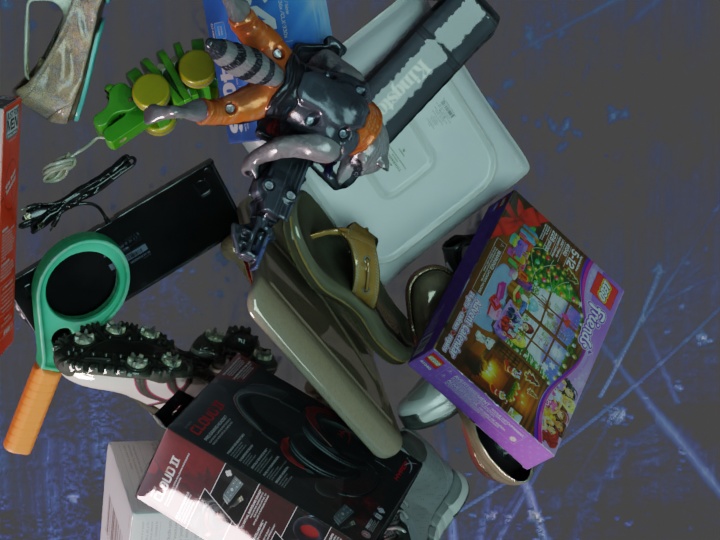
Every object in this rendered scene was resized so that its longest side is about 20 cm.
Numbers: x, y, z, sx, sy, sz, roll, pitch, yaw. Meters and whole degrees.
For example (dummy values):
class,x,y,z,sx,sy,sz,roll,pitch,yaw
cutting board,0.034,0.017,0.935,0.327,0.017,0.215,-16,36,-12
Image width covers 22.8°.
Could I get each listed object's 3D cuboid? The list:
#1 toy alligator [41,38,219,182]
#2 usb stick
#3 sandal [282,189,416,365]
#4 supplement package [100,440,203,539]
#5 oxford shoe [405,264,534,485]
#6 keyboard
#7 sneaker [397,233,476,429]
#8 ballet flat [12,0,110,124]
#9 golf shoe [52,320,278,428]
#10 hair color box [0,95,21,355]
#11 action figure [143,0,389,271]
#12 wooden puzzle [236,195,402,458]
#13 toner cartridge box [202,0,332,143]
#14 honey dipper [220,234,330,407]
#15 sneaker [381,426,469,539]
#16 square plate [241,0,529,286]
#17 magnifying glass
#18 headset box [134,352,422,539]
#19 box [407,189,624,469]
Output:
class,x,y,z,sx,sy,sz,roll,pitch,yaw
toy alligator,-0.177,-0.138,1.429,0.199,0.059,0.054,-28,73,-9
usb stick,0.034,-0.152,1.473,0.200,0.033,0.055,-47,115,-1
sandal,0.000,0.000,1.481,0.054,0.081,0.200,-25,126,22
supplement package,-0.111,0.218,1.509,0.198,0.117,0.118,0,115,-18
oxford shoe,0.100,0.087,1.494,0.070,0.075,0.201,-29,98,-8
keyboard,-0.203,-0.033,1.459,0.199,0.021,0.128,-32,128,-9
sneaker,0.085,0.039,1.565,0.200,0.076,0.116,-44,105,-11
ballet flat,-0.221,-0.214,1.385,0.067,0.068,0.201,19,98,-11
golf shoe,-0.163,0.095,1.473,0.199,0.077,0.089,6,118,-33
hair color box,-0.321,-0.037,1.388,0.101,0.061,0.202,6,105,2
action figure,-0.060,-0.107,1.331,0.193,0.104,0.201,21,73,-29
wooden puzzle,-0.040,0.046,1.450,0.037,0.200,0.185,-36,113,12
toner cartridge box,-0.075,-0.208,1.411,0.095,0.043,0.202,-18,102,-40
honey dipper,-0.063,0.051,1.530,0.038,0.038,0.201,-36,112,-5
sneaker,0.019,0.205,1.539,0.075,0.200,0.116,-27,106,30
square plate,0.025,-0.101,1.519,0.198,0.028,0.200,-37,114,-5
magnifying glass,-0.248,0.061,1.462,0.079,0.022,0.201,12,111,-35
headset box,-0.070,0.158,1.390,0.199,0.149,0.075,31,117,7
box,0.133,0.046,1.481,0.137,0.039,0.201,41,48,-14
